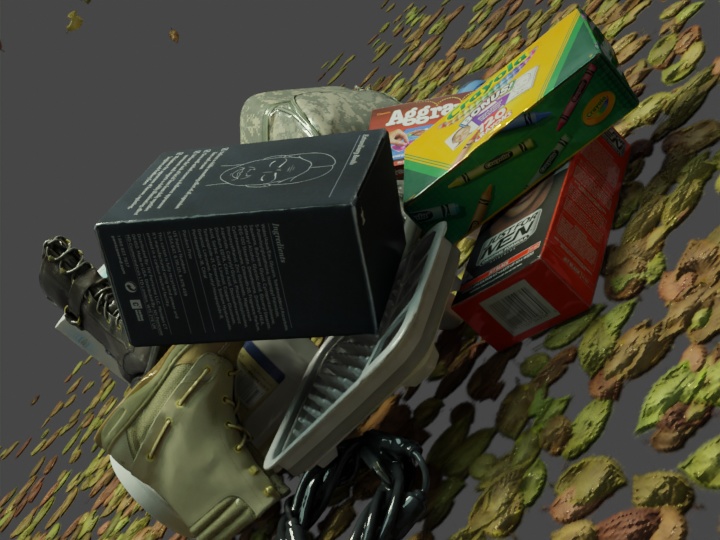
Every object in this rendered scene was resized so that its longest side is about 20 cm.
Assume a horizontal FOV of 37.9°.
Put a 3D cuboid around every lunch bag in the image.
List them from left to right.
[{"bbox_3d":[-0.028,-0.153,1.302,0.199,0.140,0.167,-11,22,-37],"label":"lunch bag"}]

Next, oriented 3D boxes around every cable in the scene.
[{"bbox_3d":[-0.015,0.193,0.787,0.164,0.051,0.200,-60,14,-12],"label":"cable"}]

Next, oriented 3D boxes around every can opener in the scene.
[{"bbox_3d":[0.040,-0.033,1.161,0.200,0.053,0.067,-70,-4,-50],"label":"can opener"}]

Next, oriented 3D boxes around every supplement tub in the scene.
[{"bbox_3d":[-0.126,0.139,0.995,0.200,0.144,0.144,-46,17,3],"label":"supplement tub"}]

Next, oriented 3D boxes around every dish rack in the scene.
[{"bbox_3d":[0.009,0.068,0.817,0.200,0.043,0.172,-46,12,35],"label":"dish rack"}]

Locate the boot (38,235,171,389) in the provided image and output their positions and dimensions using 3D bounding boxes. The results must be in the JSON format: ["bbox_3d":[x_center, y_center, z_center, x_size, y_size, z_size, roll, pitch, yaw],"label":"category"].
[{"bbox_3d":[-0.244,0.033,1.013,0.069,0.174,0.200,-42,-6,-36],"label":"boot"}]

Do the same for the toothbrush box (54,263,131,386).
[{"bbox_3d":[-0.210,0.036,1.127,0.200,0.146,0.086,-35,21,39],"label":"toothbrush box"}]

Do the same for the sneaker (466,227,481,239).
[{"bbox_3d":[0.126,-0.119,0.997,0.079,0.078,0.201,4,58,39],"label":"sneaker"}]

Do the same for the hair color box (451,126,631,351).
[{"bbox_3d":[0.151,-0.038,0.854,0.101,0.061,0.200,-33,22,43],"label":"hair color box"}]

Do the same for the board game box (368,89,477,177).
[{"bbox_3d":[0.103,-0.147,1.091,0.199,0.020,0.103,-9,44,17],"label":"board game box"}]

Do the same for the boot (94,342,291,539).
[{"bbox_3d":[-0.106,0.124,0.883,0.200,0.155,0.073,-46,-8,2],"label":"boot"}]

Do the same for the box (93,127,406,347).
[{"bbox_3d":[-0.077,-0.027,0.816,0.199,0.108,0.149,-4,27,15],"label":"box"}]

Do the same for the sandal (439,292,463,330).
[{"bbox_3d":[0.000,0.003,0.939,0.083,0.201,0.050,91,-161,-66],"label":"sandal"}]

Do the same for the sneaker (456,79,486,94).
[{"bbox_3d":[0.136,-0.151,1.151,0.078,0.066,0.201,-18,31,33],"label":"sneaker"}]

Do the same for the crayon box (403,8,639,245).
[{"bbox_3d":[0.127,-0.118,0.875,0.200,0.058,0.119,-38,22,22],"label":"crayon box"}]
